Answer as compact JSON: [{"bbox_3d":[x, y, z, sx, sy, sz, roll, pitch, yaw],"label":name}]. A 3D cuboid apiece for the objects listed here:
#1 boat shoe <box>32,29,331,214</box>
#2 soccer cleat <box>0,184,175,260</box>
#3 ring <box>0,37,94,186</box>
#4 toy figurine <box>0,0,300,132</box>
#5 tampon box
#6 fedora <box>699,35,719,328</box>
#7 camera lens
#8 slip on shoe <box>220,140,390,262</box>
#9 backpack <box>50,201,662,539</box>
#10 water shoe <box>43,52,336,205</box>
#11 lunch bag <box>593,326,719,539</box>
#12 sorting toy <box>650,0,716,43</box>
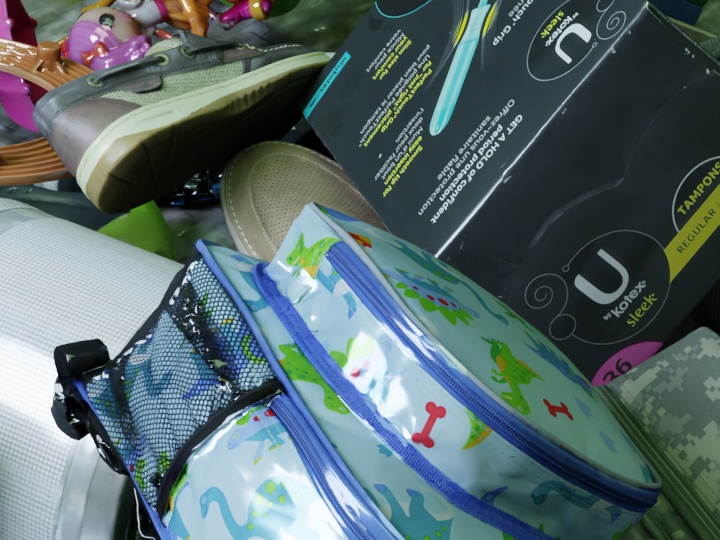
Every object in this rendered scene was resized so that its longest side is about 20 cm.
[{"bbox_3d":[-0.080,-0.086,1.007,0.065,0.073,0.200,45,29,11],"label":"boat shoe"},{"bbox_3d":[-0.194,-0.005,1.057,0.199,0.068,0.081,-9,50,-19],"label":"soccer cleat"},{"bbox_3d":[-0.209,-0.090,1.026,0.199,0.019,0.201,8,25,-4],"label":"ring"},{"bbox_3d":[-0.127,-0.148,1.172,0.199,0.151,0.184,19,56,43],"label":"toy figurine"},{"bbox_3d":[0.085,-0.064,0.961,0.150,0.126,0.200,-50,30,9],"label":"tampon box"},{"bbox_3d":[0.214,-0.034,1.055,0.176,0.091,0.201,12,49,17],"label":"fedora"},{"bbox_3d":[-0.138,0.060,0.911,0.199,0.161,0.160,20,46,23],"label":"camera lens"},{"bbox_3d":[0.000,0.000,0.958,0.076,0.061,0.200,-22,55,-19],"label":"slip on shoe"},{"bbox_3d":[0.014,0.083,0.735,0.147,0.183,0.200,-47,41,15],"label":"backpack"},{"bbox_3d":[-0.071,-0.066,1.119,0.199,0.072,0.079,-16,48,-13],"label":"water shoe"},{"bbox_3d":[0.126,0.146,0.830,0.167,0.140,0.200,-30,45,-5],"label":"lunch bag"},{"bbox_3d":[0.096,-0.197,1.177,0.200,0.070,0.198,33,14,35],"label":"sorting toy"}]
